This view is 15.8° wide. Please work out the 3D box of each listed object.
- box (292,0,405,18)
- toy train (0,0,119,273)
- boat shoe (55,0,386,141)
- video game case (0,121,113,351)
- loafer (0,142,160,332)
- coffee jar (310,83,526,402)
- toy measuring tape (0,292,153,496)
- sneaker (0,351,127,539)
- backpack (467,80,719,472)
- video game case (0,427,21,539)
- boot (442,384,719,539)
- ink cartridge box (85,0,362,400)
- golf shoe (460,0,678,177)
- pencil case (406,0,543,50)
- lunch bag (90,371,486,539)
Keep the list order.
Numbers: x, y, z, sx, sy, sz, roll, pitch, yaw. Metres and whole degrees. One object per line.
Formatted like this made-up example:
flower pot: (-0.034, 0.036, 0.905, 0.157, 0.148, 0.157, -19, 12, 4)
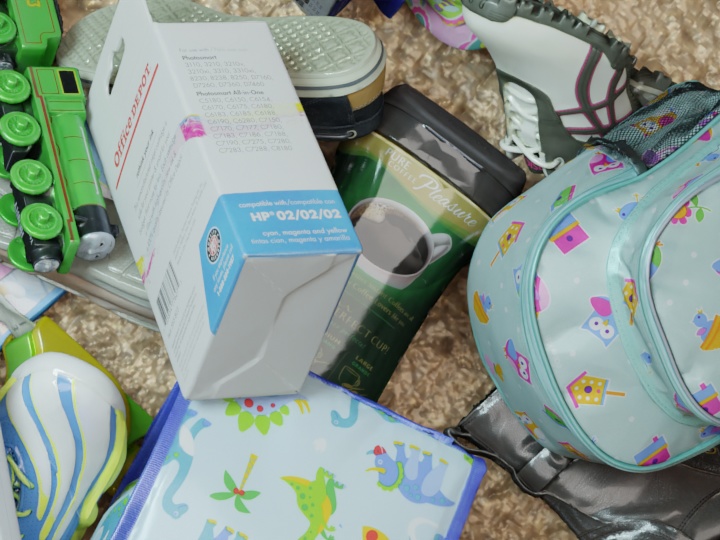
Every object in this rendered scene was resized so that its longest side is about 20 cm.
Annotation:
box: (-0.056, -0.208, 1.419, 0.041, 0.119, 0.200, -41, 91, -8)
toy train: (-0.172, -0.081, 1.381, 0.056, 0.042, 0.200, -1, 55, -25)
boat shoe: (-0.076, -0.105, 1.413, 0.200, 0.062, 0.075, 7, 49, 23)
video game case: (-0.230, -0.023, 1.434, 0.200, 0.018, 0.143, -43, 91, -8)
loafer: (-0.169, -0.020, 1.401, 0.200, 0.063, 0.072, 27, 57, 11)
coffee jar: (0.000, 0.000, 1.427, 0.104, 0.085, 0.200, 37, 83, -4)
toy measuring tape: (-0.188, 0.058, 1.394, 0.200, 0.074, 0.074, 44, 82, -18)
sneaker: (-0.176, 0.135, 1.335, 0.076, 0.200, 0.105, 21, 43, -2)
backpack: (0.165, 0.012, 1.367, 0.200, 0.153, 0.176, -28, 107, -12)
video game case: (-0.248, 0.150, 1.314, 0.182, 0.024, 0.200, -8, 93, 29)
boot: (0.169, 0.088, 1.454, 0.200, 0.069, 0.174, -36, 82, -15)
ink cartridge box: (-0.074, -0.047, 1.322, 0.068, 0.115, 0.200, -3, 51, -26)
golf shoe: (0.109, -0.095, 1.406, 0.077, 0.200, 0.088, 34, 92, 39)
pencil case: (0.066, -0.200, 1.395, 0.087, 0.200, 0.087, 0, 59, 1)
lunch bag: (-0.050, 0.150, 1.347, 0.170, 0.127, 0.200, 26, 90, -8)
